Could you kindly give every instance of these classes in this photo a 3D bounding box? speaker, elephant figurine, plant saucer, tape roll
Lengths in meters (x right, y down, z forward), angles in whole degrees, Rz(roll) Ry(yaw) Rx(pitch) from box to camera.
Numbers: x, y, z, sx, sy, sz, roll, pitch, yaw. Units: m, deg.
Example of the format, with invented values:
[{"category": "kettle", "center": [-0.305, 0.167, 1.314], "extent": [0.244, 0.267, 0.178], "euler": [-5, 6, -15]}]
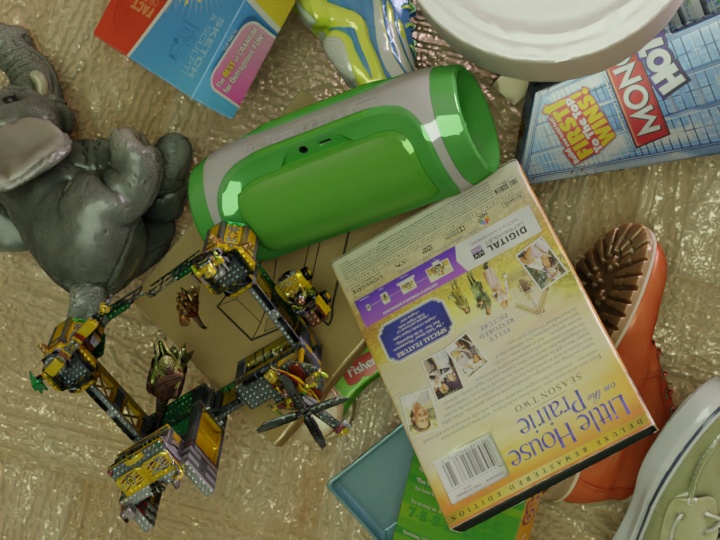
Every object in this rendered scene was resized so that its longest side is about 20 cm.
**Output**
[{"category": "speaker", "center": [-0.013, -0.068, 0.963], "extent": [0.199, 0.088, 0.089], "euler": [-18, 89, 22]}, {"category": "elephant figurine", "center": [-0.232, -0.072, 1.050], "extent": [0.199, 0.155, 0.142], "euler": [25, 114, 9]}, {"category": "plant saucer", "center": [0.072, 0.116, 1.056], "extent": [0.200, 0.019, 0.070], "euler": [-39, 104, 8]}, {"category": "tape roll", "center": [0.120, -0.226, 0.930], "extent": [0.201, 0.071, 0.203], "euler": [-1, 87, 11]}]

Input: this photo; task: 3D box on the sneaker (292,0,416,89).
[{"category": "sneaker", "center": [0.013, -0.187, 1.025], "extent": [0.105, 0.076, 0.200], "euler": [-38, 77, 3]}]

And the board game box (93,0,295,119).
[{"category": "board game box", "center": [-0.094, -0.225, 1.022], "extent": [0.153, 0.040, 0.201], "euler": [34, 97, 45]}]

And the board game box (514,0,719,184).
[{"category": "board game box", "center": [0.178, -0.148, 0.999], "extent": [0.199, 0.062, 0.201], "euler": [-23, 102, 9]}]

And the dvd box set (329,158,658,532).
[{"category": "dvd box set", "center": [0.083, 0.047, 0.939], "extent": [0.146, 0.029, 0.201], "euler": [-30, 68, 11]}]

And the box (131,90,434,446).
[{"category": "box", "center": [-0.048, -0.004, 1.029], "extent": [0.163, 0.021, 0.200], "euler": [42, 95, 21]}]

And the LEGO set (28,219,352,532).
[{"category": "LEGO set", "center": [-0.114, 0.073, 0.937], "extent": [0.199, 0.116, 0.154], "euler": [-24, 114, 12]}]

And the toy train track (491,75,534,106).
[{"category": "toy train track", "center": [0.167, -0.202, 1.035], "extent": [0.115, 0.033, 0.200], "euler": [40, 103, -6]}]

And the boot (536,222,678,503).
[{"category": "boot", "center": [0.183, 0.069, 1.015], "extent": [0.107, 0.075, 0.201], "euler": [15, 96, -28]}]

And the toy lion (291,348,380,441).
[{"category": "toy lion", "center": [0.000, 0.000, 1.053], "extent": [0.200, 0.069, 0.192], "euler": [-30, 81, 8]}]

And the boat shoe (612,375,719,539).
[{"category": "boat shoe", "center": [0.222, 0.165, 0.992], "extent": [0.062, 0.072, 0.201], "euler": [36, 125, 31]}]

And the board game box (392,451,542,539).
[{"category": "board game box", "center": [0.075, 0.158, 1.005], "extent": [0.095, 0.030, 0.201], "euler": [30, 124, 32]}]
